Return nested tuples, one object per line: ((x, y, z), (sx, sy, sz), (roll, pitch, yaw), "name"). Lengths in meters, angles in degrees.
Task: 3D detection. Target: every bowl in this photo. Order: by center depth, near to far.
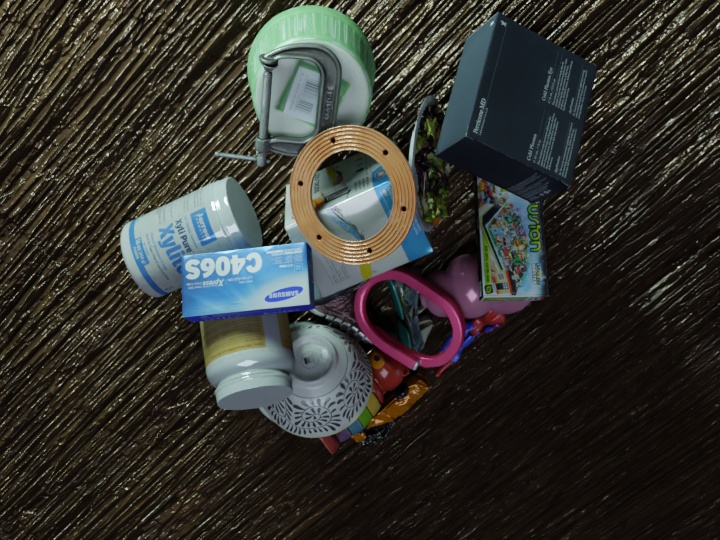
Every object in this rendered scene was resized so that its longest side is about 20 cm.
((-0.079, 0.166, 1.544), (0.196, 0.205, 0.095), (-7, 151, 1), "bowl")

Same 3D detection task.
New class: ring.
((-0.011, -0.109, 1.347), (0.196, 0.019, 0.205), (5, 104, 19), "ring")

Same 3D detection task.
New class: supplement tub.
((-0.181, 0.105, 1.467), (0.141, 0.204, 0.145), (-10, 159, -4), "supplement tub")
((-0.271, -0.052, 1.485), (0.197, 0.133, 0.133), (-24, 122, 12), "supplement tub")

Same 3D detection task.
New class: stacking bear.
((-0.007, 0.215, 1.626), (0.199, 0.121, 0.114), (-40, 139, -8), "stacking bear")

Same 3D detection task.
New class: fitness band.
((0.081, 0.079, 1.545), (0.198, 0.037, 0.145), (32, 116, 8), "fitness band")

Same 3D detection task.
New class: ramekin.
((-0.072, -0.276, 1.369), (0.195, 0.098, 0.204), (-2, 124, -2), "ramekin")

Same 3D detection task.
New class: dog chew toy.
((0.196, 0.022, 1.566), (0.196, 0.126, 0.126), (-15, 123, 7), "dog chew toy")

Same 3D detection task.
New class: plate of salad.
((0.114, -0.160, 1.399), (0.047, 0.201, 0.203), (4, 126, 19), "plate of salad")

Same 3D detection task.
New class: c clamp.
((-0.112, -0.232, 1.319), (0.167, 0.027, 0.203), (9, 123, -10), "c clamp")

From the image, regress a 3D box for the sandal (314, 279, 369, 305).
((0.001, 0.000, 1.529), (0.198, 0.076, 0.043), (-36, 119, -12), "sandal")

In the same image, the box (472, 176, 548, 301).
((0.241, -0.054, 1.493), (0.107, 0.205, 0.035), (-1, 167, -3), "box")

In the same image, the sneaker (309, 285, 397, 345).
((-0.001, 0.048, 1.603), (0.197, 0.076, 0.117), (25, 116, -18), "sneaker")

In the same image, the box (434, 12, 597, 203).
((0.227, -0.234, 1.350), (0.179, 0.204, 0.104), (23, 163, -18), "box")

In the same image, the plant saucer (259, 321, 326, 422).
((-0.106, 0.184, 1.680), (0.195, 0.050, 0.205), (-3, 106, -10), "plant saucer")

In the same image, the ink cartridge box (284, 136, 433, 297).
((-0.005, -0.084, 1.469), (0.197, 0.148, 0.146), (-23, 120, 11), "ink cartridge box")

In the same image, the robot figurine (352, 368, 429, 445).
((0.028, 0.245, 1.742), (0.144, 0.059, 0.199), (39, 113, -25), "robot figurine")

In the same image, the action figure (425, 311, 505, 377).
((0.195, 0.107, 1.668), (0.199, 0.052, 0.065), (-41, 123, 15), "action figure")

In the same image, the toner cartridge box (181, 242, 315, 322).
((-0.169, 0.018, 1.391), (0.195, 0.097, 0.043), (-7, 167, 7), "toner cartridge box")

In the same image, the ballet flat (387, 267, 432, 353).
((0.096, 0.081, 1.637), (0.072, 0.075, 0.203), (-10, 127, 3), "ballet flat")
